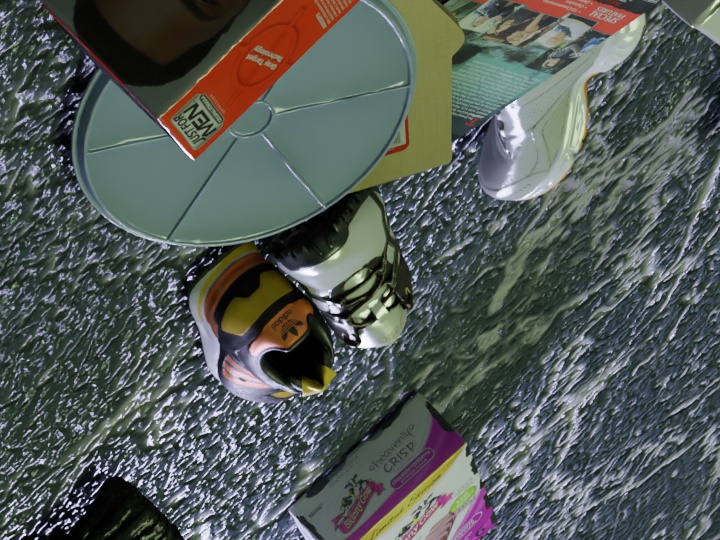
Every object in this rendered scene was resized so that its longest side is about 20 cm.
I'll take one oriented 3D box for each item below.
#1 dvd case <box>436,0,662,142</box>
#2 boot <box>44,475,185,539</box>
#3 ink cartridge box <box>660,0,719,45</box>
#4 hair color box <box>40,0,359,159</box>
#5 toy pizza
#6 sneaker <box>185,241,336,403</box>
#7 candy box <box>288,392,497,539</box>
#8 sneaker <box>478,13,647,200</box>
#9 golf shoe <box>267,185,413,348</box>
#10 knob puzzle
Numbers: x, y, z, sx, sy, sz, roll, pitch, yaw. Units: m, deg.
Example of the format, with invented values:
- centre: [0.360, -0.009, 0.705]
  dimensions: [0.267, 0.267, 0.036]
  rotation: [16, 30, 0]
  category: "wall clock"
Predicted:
- centre: [0.075, -0.139, 1.732]
  dimensions: [0.146, 0.022, 0.200]
  rotation: [9, 145, -46]
  category: "dvd case"
- centre: [-0.196, 0.201, 1.893]
  dimensions: [0.158, 0.080, 0.211]
  rotation: [-39, 168, 3]
  category: "boot"
- centre: [0.234, -0.225, 1.835]
  dimensions: [0.145, 0.147, 0.200]
  rotation: [-49, 157, 10]
  category: "ink cartridge box"
- centre: [-0.053, -0.165, 1.505]
  dimensions: [0.200, 0.101, 0.061]
  rotation: [-45, 157, -3]
  category: "hair color box"
- centre: [-0.065, -0.092, 1.624]
  dimensions: [0.199, 0.032, 0.201]
  rotation: [-15, 139, -14]
  category: "toy pizza"
- centre: [-0.051, 0.056, 1.888]
  dimensions: [0.070, 0.090, 0.200]
  rotation: [-42, 157, -9]
  category: "sneaker"
- centre: [0.029, 0.190, 2.287]
  dimensions: [0.136, 0.061, 0.200]
  rotation: [-42, 156, -8]
  category: "candy box"
- centre: [0.103, -0.122, 1.905]
  dimensions: [0.092, 0.076, 0.200]
  rotation: [-5, 140, -29]
  category: "sneaker"
- centre: [0.000, 0.000, 1.807]
  dimensions: [0.078, 0.095, 0.200]
  rotation: [-34, 177, 5]
  category: "golf shoe"
- centre: [-0.038, -0.114, 1.663]
  dimensions: [0.219, 0.031, 0.220]
  rotation: [-15, 140, -13]
  category: "knob puzzle"
